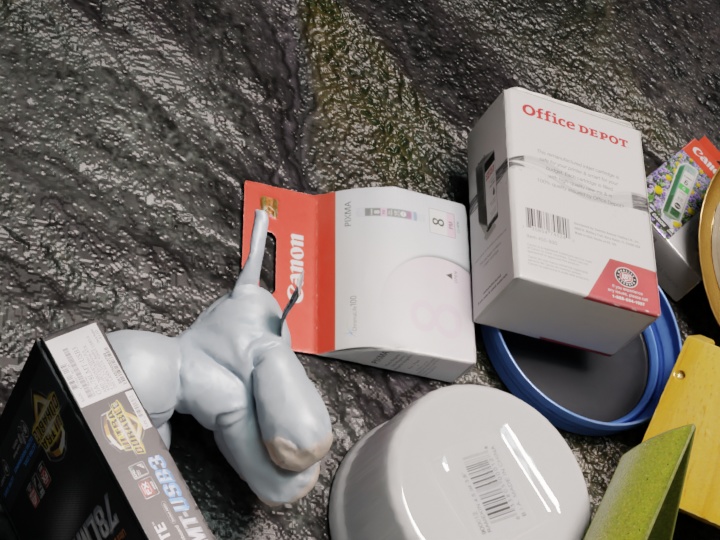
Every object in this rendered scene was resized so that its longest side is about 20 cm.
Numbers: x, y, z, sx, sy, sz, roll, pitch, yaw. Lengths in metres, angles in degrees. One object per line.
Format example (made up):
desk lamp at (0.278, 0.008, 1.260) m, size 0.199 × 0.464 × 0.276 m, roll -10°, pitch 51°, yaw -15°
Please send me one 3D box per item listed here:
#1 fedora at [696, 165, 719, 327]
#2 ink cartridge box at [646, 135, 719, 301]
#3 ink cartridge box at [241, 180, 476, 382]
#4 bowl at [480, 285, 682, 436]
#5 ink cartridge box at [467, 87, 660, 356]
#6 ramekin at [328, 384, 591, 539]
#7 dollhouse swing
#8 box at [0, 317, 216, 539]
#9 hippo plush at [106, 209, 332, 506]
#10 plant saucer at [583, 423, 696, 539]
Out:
fedora at (0.399, -0.017, 1.419) m, size 0.199 × 0.081 × 0.204 m, roll 3°, pitch 86°, yaw -42°
ink cartridge box at (0.339, -0.066, 1.486) m, size 0.109 × 0.050 × 0.199 m, roll 48°, pitch 52°, yaw 7°
ink cartridge box at (0.000, 0.000, 1.274) m, size 0.198 × 0.057 × 0.164 m, roll 15°, pitch 55°, yaw -24°
bowl at (0.196, 0.055, 1.345) m, size 0.198 × 0.039 × 0.203 m, roll 13°, pitch 56°, yaw -20°
ink cartridge box at (0.175, -0.043, 1.316) m, size 0.145 × 0.083 × 0.202 m, roll 15°, pitch 55°, yaw -20°
ramekin at (0.084, 0.188, 1.168) m, size 0.198 × 0.098 × 0.203 m, roll 13°, pitch 56°, yaw -20°
dollhouse swing at (0.362, 0.164, 1.306) m, size 0.198 × 0.176 × 0.183 m, roll 22°, pitch 75°, yaw 21°
box at (-0.173, 0.164, 0.986) m, size 0.049 × 0.200 × 0.200 m, roll -19°, pitch 71°, yaw -34°
hippo plush at (-0.120, 0.095, 1.075) m, size 0.159 × 0.202 × 0.160 m, roll -12°, pitch 45°, yaw -24°
plant saucer at (0.194, 0.241, 1.153) m, size 0.047 × 0.202 × 0.200 m, roll 19°, pitch 48°, yaw 19°
